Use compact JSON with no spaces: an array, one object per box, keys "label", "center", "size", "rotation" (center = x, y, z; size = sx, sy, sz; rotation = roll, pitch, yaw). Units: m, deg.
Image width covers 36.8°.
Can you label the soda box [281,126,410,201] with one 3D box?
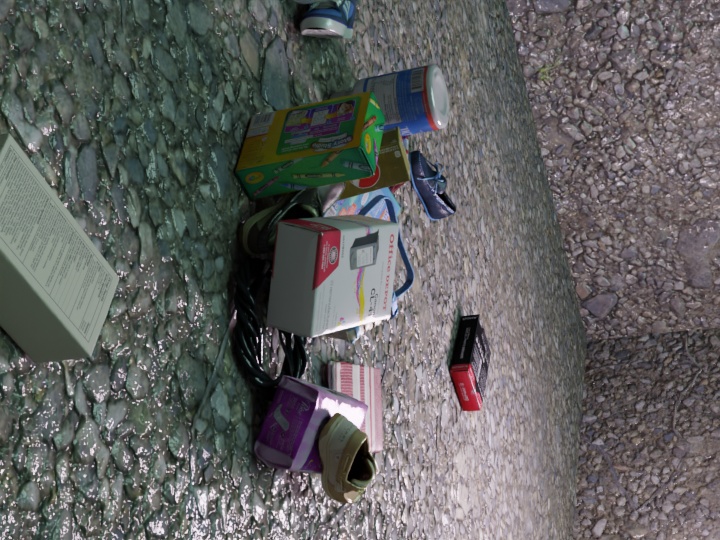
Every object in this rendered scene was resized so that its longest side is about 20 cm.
[{"label":"soda box","center":[-0.026,-0.152,1.648],"size":[0.064,0.196,0.069],"rotation":[-88,161,-59]}]

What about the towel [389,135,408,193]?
[{"label":"towel","center":[0.049,-0.234,2.006],"size":[0.022,0.144,0.204],"rotation":[10,68,-25]}]

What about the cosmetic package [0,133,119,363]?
[{"label":"cosmetic package","center":[-0.314,-0.016,1.007],"size":[0.201,0.072,0.105],"rotation":[64,27,-42]}]

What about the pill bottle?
[{"label":"pill bottle","center":[0.049,-0.289,1.907],"size":[0.112,0.196,0.115],"rotation":[-7,90,-69]}]

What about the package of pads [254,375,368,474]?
[{"label":"package of pads","center":[-0.067,0.227,1.548],"size":[0.122,0.075,0.200],"rotation":[-68,156,-4]}]

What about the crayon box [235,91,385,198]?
[{"label":"crayon box","center":[-0.071,-0.178,1.542],"size":[0.059,0.196,0.120],"rotation":[61,30,-42]}]

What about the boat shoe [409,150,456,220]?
[{"label":"boat shoe","center":[0.159,-0.193,2.360],"size":[0.201,0.067,0.085],"rotation":[55,34,-52]}]

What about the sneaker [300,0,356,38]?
[{"label":"sneaker","center":[-0.052,-0.471,1.833],"size":[0.200,0.079,0.150],"rotation":[-34,127,-75]}]

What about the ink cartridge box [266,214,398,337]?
[{"label":"ink cartridge box","center":[-0.035,0.003,1.522],"size":[0.199,0.084,0.151],"rotation":[-10,109,-54]}]

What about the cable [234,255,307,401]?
[{"label":"cable","center":[-0.126,0.081,1.519],"size":[0.163,0.050,0.204],"rotation":[18,67,-68]}]

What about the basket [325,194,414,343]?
[{"label":"basket","center":[0.000,0.000,1.720],"size":[0.199,0.138,0.179],"rotation":[-36,124,-27]}]

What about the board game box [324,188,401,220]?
[{"label":"board game box","center":[-0.012,-0.098,1.817],"size":[0.154,0.044,0.200],"rotation":[-62,147,-18]}]

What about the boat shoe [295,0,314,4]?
[{"label":"boat shoe","center":[-0.117,-0.524,1.731],"size":[0.201,0.071,0.069],"rotation":[57,33,-37]}]

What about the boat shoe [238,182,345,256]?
[{"label":"boat shoe","center":[-0.085,-0.080,1.551],"size":[0.200,0.065,0.073],"rotation":[-38,127,-32]}]

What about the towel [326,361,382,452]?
[{"label":"towel","center":[-0.010,0.230,1.807],"size":[0.199,0.022,0.147],"rotation":[21,65,-65]}]

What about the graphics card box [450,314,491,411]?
[{"label":"graphics card box","center":[0.258,0.213,2.519],"size":[0.201,0.050,0.127],"rotation":[-70,146,-49]}]

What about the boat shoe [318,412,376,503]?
[{"label":"boat shoe","center":[-0.012,0.281,1.534],"size":[0.074,0.068,0.202],"rotation":[-51,152,-27]}]
